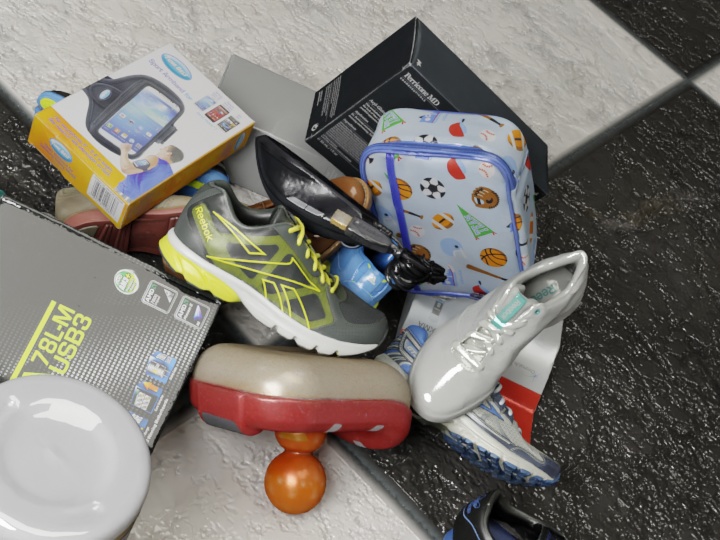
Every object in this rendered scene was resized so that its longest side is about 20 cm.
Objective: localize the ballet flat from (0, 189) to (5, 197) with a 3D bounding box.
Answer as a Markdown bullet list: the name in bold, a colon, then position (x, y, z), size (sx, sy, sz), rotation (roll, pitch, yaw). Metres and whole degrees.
- **ballet flat**: position (-0.354, -0.009, 0.955), size (0.074, 0.069, 0.201), rotation (5, 37, 4)

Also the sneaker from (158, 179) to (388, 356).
- **sneaker**: position (-0.059, -0.001, 0.932), size (0.198, 0.085, 0.075), rotation (26, 16, -13)

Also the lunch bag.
- **lunch bag**: position (0.080, -0.053, 1.084), size (0.158, 0.201, 0.076), rotation (5, 47, 18)

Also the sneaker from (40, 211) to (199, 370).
- **sneaker**: position (-0.217, 0.030, 0.992), size (0.201, 0.075, 0.082), rotation (51, 37, 5)

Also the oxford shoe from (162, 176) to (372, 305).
- **oxford shoe**: position (-0.083, -0.033, 1.034), size (0.198, 0.071, 0.072), rotation (-28, 52, 4)

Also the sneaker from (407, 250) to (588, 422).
- **sneaker**: position (0.119, 0.047, 1.011), size (0.200, 0.089, 0.075), rotation (-41, 79, -16)

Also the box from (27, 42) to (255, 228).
- **box**: position (-0.189, -0.133, 1.075), size (0.119, 0.042, 0.200), rotation (42, 49, 7)

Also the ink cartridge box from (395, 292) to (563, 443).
- **ink cartridge box**: position (0.116, 0.071, 1.159), size (0.159, 0.047, 0.201), rotation (26, 40, -6)

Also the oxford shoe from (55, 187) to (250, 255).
- **oxford shoe**: position (-0.184, -0.056, 1.088), size (0.198, 0.071, 0.075), rotation (0, 47, -31)

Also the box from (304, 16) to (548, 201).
- **box**: position (0.067, -0.123, 1.130), size (0.199, 0.140, 0.080), rotation (39, 41, -28)

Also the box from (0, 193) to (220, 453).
- **box**: position (-0.233, 0.071, 0.895), size (0.191, 0.048, 0.202), rotation (27, 66, -8)

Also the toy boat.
- **toy boat**: position (-0.047, 0.132, 0.957), size (0.129, 0.133, 0.199), rotation (7, 0, 42)

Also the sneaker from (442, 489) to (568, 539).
- **sneaker**: position (0.161, 0.264, 0.972), size (0.199, 0.078, 0.070), rotation (36, 41, 6)

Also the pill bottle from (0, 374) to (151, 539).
- **pill bottle**: position (-0.214, 0.171, 0.745), size (0.118, 0.201, 0.121), rotation (17, 42, -16)

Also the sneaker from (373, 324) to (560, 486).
- **sneaker**: position (0.104, 0.119, 1.057), size (0.199, 0.077, 0.086), rotation (35, 74, 1)

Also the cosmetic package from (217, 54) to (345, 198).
- **cosmetic package**: position (-0.067, -0.130, 1.221), size (0.198, 0.091, 0.108), rotation (22, 43, -6)

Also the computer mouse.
- **computer mouse**: position (-0.023, -0.039, 0.946), size (0.199, 0.046, 0.140), rotation (38, 7, 7)

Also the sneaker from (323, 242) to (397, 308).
- **sneaker**: position (0.000, 0.000, 1.079), size (0.076, 0.105, 0.200), rotation (39, 16, -16)

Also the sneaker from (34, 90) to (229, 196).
- **sneaker**: position (-0.220, -0.119, 1.136), size (0.198, 0.071, 0.083), rotation (21, 35, -18)
